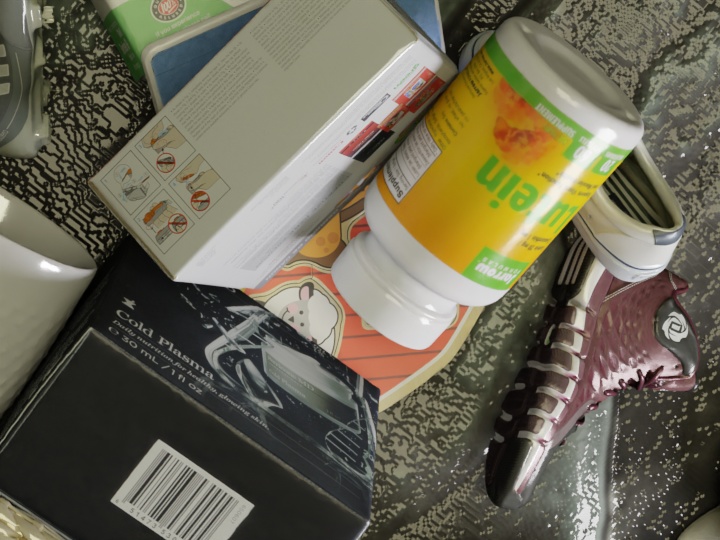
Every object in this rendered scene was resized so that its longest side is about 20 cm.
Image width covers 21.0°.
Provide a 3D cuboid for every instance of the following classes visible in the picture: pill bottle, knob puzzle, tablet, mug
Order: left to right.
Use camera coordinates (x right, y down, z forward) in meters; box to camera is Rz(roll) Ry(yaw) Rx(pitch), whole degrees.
[{"bbox_3d":[-0.284,0.022,1.135,0.200,0.148,0.176,31,96,-17],"label":"mug"},{"bbox_3d":[-0.037,-0.131,1.238,0.200,0.014,0.130,-25,137,-13],"label":"tablet"},{"bbox_3d":[0.000,0.000,1.292,0.219,0.030,0.220,0,92,-10],"label":"knob puzzle"},{"bbox_3d":[0.073,-0.049,1.208,0.111,0.111,0.200,36,111,-10],"label":"pill bottle"}]

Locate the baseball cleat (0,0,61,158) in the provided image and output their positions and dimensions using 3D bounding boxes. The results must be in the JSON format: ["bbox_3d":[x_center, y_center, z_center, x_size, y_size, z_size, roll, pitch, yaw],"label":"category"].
[{"bbox_3d":[-0.236,-0.129,1.170,0.106,0.200,0.070,-1,55,-7],"label":"baseball cleat"}]

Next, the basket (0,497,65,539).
[{"bbox_3d":[-0.205,0.216,1.111,0.200,0.136,0.123,35,66,-1],"label":"basket"}]

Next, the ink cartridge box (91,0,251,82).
[{"bbox_3d":[-0.126,-0.242,1.231,0.146,0.084,0.200,-30,97,-7],"label":"ink cartridge box"}]

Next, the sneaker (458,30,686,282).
[{"bbox_3d":[0.145,-0.088,1.270,0.073,0.071,0.200,-35,79,-31],"label":"sneaker"}]

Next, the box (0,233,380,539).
[{"bbox_3d":[-0.101,0.098,1.183,0.200,0.197,0.124,36,106,-10],"label":"box"}]

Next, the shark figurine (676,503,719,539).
[{"bbox_3d":[0.307,0.209,1.329,0.128,0.089,0.215,-41,97,-4],"label":"shark figurine"}]

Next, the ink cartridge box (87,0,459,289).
[{"bbox_3d":[-0.043,-0.085,1.182,0.200,0.176,0.084,-44,78,7],"label":"ink cartridge box"}]

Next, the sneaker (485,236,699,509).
[{"bbox_3d":[0.168,0.082,1.305,0.115,0.076,0.200,23,88,-13],"label":"sneaker"}]
